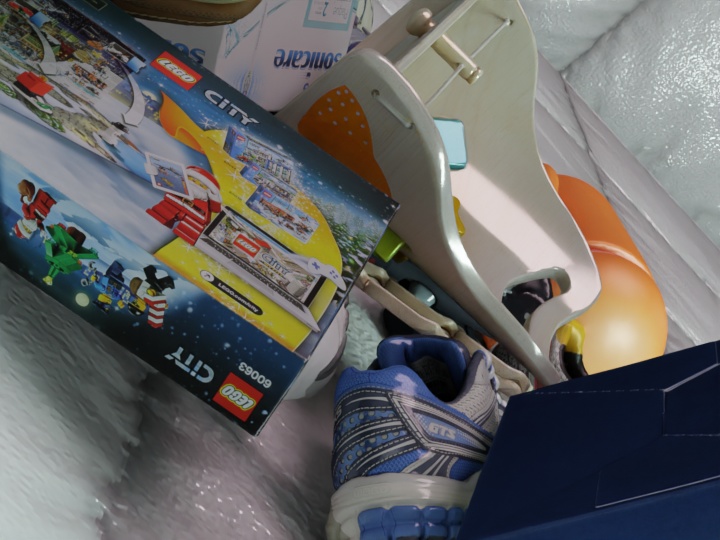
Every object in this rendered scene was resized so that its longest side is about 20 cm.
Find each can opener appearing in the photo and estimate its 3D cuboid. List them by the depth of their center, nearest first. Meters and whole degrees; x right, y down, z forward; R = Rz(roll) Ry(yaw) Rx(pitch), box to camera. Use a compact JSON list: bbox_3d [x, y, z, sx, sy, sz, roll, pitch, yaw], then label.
[{"bbox_3d":[0.018,-0.020,0.932,0.199,0.079,0.064,30,56,-9],"label":"can opener"}]

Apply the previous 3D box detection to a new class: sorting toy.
[{"bbox_3d":[0.050,-0.034,0.840,0.180,0.107,0.200,51,27,-6],"label":"sorting toy"}]

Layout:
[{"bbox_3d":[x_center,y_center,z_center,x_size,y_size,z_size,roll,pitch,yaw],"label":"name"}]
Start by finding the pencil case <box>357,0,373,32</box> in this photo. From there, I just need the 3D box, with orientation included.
[{"bbox_3d":[-0.057,-0.188,1.151,0.078,0.089,0.200,60,15,18],"label":"pencil case"}]

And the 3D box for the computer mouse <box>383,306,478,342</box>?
[{"bbox_3d":[0.065,0.077,0.931,0.059,0.034,0.201,34,21,-48],"label":"computer mouse"}]

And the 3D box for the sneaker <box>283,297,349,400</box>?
[{"bbox_3d":[-0.084,-0.023,0.701,0.200,0.075,0.087,47,25,21],"label":"sneaker"}]

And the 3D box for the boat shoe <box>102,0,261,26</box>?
[{"bbox_3d":[-0.122,-0.138,0.707,0.199,0.072,0.068,24,-37,16],"label":"boat shoe"}]

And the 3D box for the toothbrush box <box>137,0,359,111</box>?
[{"bbox_3d":[-0.055,-0.184,0.865,0.085,0.202,0.146,19,11,21],"label":"toothbrush box"}]

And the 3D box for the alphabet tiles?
[{"bbox_3d":[0.000,0.000,0.841,0.199,0.015,0.196,37,0,10],"label":"alphabet tiles"}]

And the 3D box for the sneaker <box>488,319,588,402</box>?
[{"bbox_3d":[0.138,0.110,0.961,0.201,0.082,0.078,55,15,19],"label":"sneaker"}]

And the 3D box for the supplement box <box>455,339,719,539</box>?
[{"bbox_3d":[0.134,0.144,0.612,0.200,0.133,0.201,-42,115,-76],"label":"supplement box"}]

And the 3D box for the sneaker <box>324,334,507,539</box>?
[{"bbox_3d":[0.041,0.067,0.734,0.200,0.076,0.086,6,75,-71],"label":"sneaker"}]

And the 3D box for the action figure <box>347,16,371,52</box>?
[{"bbox_3d":[0.028,-0.084,1.072,0.200,0.130,0.069,43,11,27],"label":"action figure"}]

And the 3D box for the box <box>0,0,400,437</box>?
[{"bbox_3d":[-0.090,-0.041,0.614,0.199,0.038,0.137,35,27,-1],"label":"box"}]

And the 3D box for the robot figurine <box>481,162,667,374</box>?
[{"bbox_3d":[0.126,0.014,1.113,0.116,0.145,0.200,12,28,-18],"label":"robot figurine"}]
